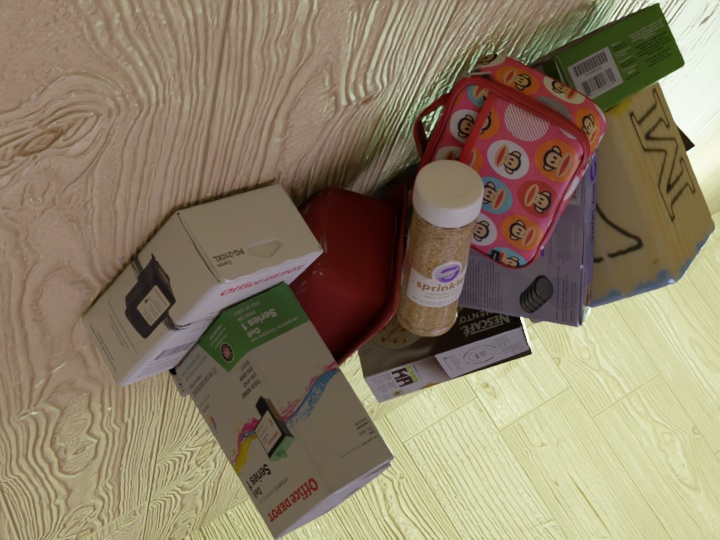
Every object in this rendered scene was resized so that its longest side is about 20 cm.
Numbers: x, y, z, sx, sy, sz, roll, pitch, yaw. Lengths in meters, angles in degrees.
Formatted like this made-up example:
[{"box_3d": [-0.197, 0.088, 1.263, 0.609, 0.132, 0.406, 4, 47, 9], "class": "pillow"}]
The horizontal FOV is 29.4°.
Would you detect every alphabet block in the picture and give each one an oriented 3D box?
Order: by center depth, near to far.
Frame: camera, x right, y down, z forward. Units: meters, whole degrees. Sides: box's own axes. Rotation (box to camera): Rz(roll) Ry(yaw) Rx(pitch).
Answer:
[{"box_3d": [0.266, -0.083, 1.563, 0.194, 0.202, 0.196, -18, -169, 31], "class": "alphabet block"}]

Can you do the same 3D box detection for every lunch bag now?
[{"box_3d": [0.135, -0.115, 1.377, 0.082, 0.175, 0.201, -53, 169, -46], "class": "lunch bag"}]

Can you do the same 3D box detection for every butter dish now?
[{"box_3d": [-0.054, -0.001, 1.415, 0.199, 0.147, 0.201, -43, -153, 38], "class": "butter dish"}]

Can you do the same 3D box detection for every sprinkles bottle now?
[{"box_3d": [0.078, -0.019, 1.384, 0.068, 0.068, 0.201, -27, 147, -26], "class": "sprinkles bottle"}]

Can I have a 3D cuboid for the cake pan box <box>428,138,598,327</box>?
[{"box_3d": [0.162, -0.049, 1.486, 0.182, 0.202, 0.052, 7, -157, 23], "class": "cake pan box"}]

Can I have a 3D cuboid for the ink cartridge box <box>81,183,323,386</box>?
[{"box_3d": [-0.153, 0.014, 1.318, 0.144, 0.085, 0.200, -20, 164, -48], "class": "ink cartridge box"}]

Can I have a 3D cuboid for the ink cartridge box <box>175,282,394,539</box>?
[{"box_3d": [-0.076, 0.138, 1.321, 0.084, 0.201, 0.145, -25, 167, -36], "class": "ink cartridge box"}]

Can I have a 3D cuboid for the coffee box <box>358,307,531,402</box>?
[{"box_3d": [0.096, 0.069, 1.663, 0.198, 0.115, 0.080, -18, 147, 8], "class": "coffee box"}]

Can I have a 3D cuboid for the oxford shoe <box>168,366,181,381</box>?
[{"box_3d": [-0.159, 0.112, 1.450, 0.074, 0.199, 0.071, -10, 126, -51], "class": "oxford shoe"}]

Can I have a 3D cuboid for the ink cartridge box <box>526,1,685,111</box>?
[{"box_3d": [0.229, -0.208, 1.488, 0.147, 0.076, 0.200, -29, -171, -21], "class": "ink cartridge box"}]

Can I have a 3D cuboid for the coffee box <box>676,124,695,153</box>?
[{"box_3d": [0.317, -0.107, 1.744, 0.114, 0.080, 0.200, -29, 162, -40], "class": "coffee box"}]

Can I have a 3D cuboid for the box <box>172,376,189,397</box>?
[{"box_3d": [-0.123, 0.094, 1.719, 0.199, 0.037, 0.144, -23, -178, 36], "class": "box"}]

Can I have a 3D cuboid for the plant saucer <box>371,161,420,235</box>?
[{"box_3d": [0.065, -0.087, 1.629, 0.199, 0.032, 0.200, -32, 168, -8], "class": "plant saucer"}]

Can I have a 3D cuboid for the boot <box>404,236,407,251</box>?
[{"box_3d": [0.113, -0.012, 1.776, 0.165, 0.073, 0.199, -13, 170, 34], "class": "boot"}]
